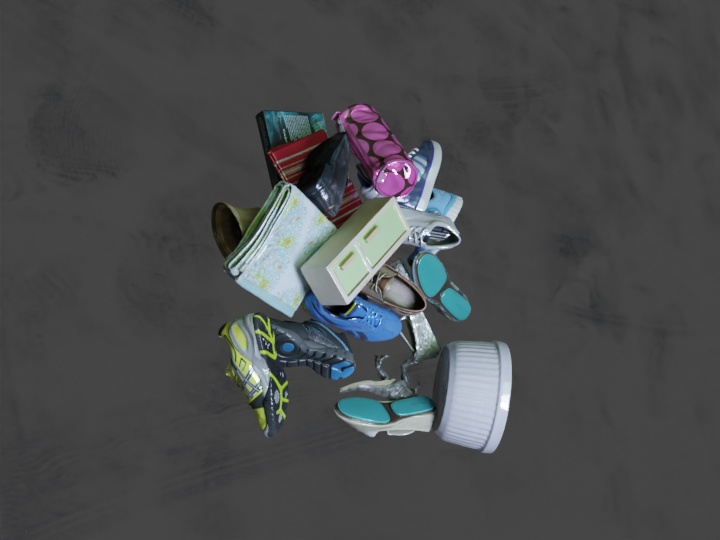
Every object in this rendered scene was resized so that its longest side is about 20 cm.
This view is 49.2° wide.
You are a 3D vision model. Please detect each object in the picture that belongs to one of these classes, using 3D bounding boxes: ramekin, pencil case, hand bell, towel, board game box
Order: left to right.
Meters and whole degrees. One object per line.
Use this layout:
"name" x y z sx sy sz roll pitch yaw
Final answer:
"hand bell" -0.129 -0.085 1.280 0.200 0.104 0.104 -20 89 -32
"towel" -0.116 -0.029 1.239 0.171 0.048 0.200 -57 150 -7
"board game box" -0.104 -0.185 1.400 0.135 0.028 0.200 -6 79 -40
"towel" -0.070 -0.141 1.379 0.145 0.022 0.200 -33 98 -42
"pencil case" 0.023 -0.216 1.412 0.094 0.091 0.200 16 31 -44
"ramekin" 0.192 0.218 1.403 0.105 0.200 0.200 9 67 -2

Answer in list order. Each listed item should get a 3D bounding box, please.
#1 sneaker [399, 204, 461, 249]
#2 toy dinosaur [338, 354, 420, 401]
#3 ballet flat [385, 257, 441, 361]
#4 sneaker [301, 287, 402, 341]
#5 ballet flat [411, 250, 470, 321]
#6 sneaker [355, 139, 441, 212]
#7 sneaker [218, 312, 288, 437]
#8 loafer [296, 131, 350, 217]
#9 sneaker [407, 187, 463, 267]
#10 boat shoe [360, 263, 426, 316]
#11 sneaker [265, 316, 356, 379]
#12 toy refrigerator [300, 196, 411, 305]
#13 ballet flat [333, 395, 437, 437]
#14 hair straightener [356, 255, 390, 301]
"sneaker" 0.094 -0.076 1.414 0.200 0.071 0.073 -1 115 -26
"toy dinosaur" 0.057 0.197 1.398 0.200 0.047 0.088 20 71 -29
"ballet flat" 0.085 0.077 1.448 0.072 0.072 0.200 -23 89 -41
"sneaker" -0.003 0.079 1.339 0.200 0.078 0.066 22 80 -28
"ballet flat" 0.136 0.028 1.479 0.200 0.074 0.074 52 48 -38
"sneaker" 0.067 -0.196 1.497 0.146 0.081 0.200 24 57 -13
"sneaker" -0.164 0.163 1.221 0.075 0.076 0.200 -43 125 -72
"loafer" -0.051 -0.165 1.334 0.072 0.073 0.200 52 36 -27
"sneaker" 0.126 -0.084 1.539 0.090 0.078 0.200 31 53 -6
"boat shoe" 0.032 0.017 1.358 0.200 0.072 0.076 25 85 -17
"sneaker" -0.101 0.116 1.293 0.200 0.073 0.082 25 34 -27
"toy refrigerator" -0.002 -0.034 1.282 0.200 0.070 0.076 -47 120 -36
"ballet flat" 0.041 0.256 1.347 0.200 0.069 0.070 4 73 -25
"hair straightener" 0.000 0.000 1.425 0.077 0.041 0.200 35 61 -18
